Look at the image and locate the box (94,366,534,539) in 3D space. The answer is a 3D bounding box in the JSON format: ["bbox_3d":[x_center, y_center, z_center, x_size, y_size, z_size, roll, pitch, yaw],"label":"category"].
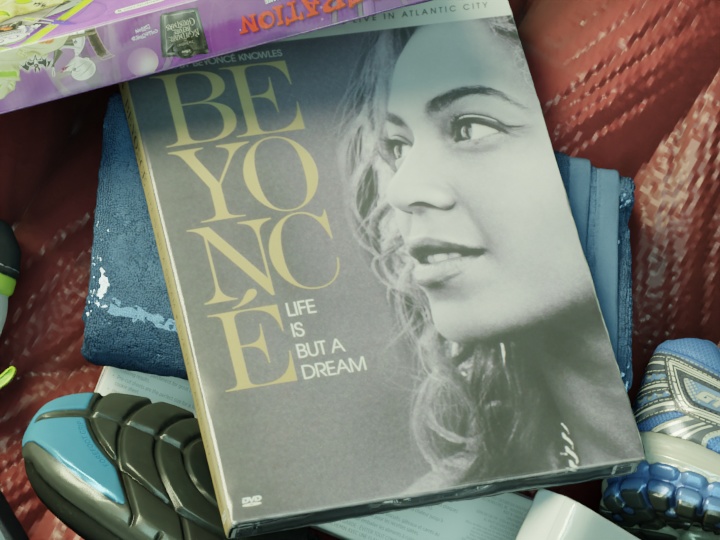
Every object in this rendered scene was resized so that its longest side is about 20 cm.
[{"bbox_3d":[-0.003,0.078,1.065,0.199,0.039,0.042,21,84,-3],"label":"box"}]

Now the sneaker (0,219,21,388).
[{"bbox_3d":[-0.218,0.002,1.038,0.199,0.072,0.083,13,88,-3],"label":"sneaker"}]

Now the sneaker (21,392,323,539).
[{"bbox_3d":[-0.042,0.119,1.024,0.200,0.073,0.082,35,123,-12],"label":"sneaker"}]

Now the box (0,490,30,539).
[{"bbox_3d":[-0.168,0.181,1.001,0.182,0.104,0.200,-31,80,-5],"label":"box"}]

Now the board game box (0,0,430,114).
[{"bbox_3d":[-0.081,-0.105,1.034,0.199,0.120,0.032,-15,116,-4],"label":"board game box"}]

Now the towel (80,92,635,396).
[{"bbox_3d":[0.000,0.000,1.052,0.199,0.049,0.112,9,60,-7],"label":"towel"}]

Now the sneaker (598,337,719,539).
[{"bbox_3d":[0.186,0.073,1.059,0.199,0.077,0.085,17,67,-18],"label":"sneaker"}]

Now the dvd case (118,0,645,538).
[{"bbox_3d":[0.004,-0.011,1.021,0.148,0.016,0.201,-8,63,-15],"label":"dvd case"}]

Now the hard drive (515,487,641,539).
[{"bbox_3d":[0.067,0.192,1.021,0.132,0.027,0.200,33,78,-41],"label":"hard drive"}]
